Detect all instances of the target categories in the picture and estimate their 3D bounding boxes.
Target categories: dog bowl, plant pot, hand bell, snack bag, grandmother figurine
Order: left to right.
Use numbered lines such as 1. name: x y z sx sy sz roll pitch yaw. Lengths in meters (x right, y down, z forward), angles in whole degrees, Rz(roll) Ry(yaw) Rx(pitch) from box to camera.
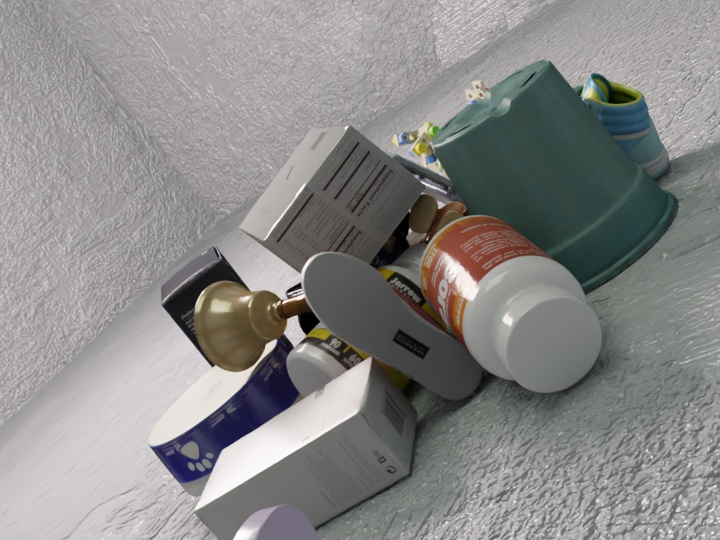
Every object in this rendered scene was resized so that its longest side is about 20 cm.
1. dog bowl: -0.151 0.168 1.213 0.200 0.079 0.200 -36 13 9
2. hand bell: -0.073 0.041 1.084 0.200 0.104 0.104 -17 22 40
3. snack bag: 0.076 -0.109 1.258 0.189 0.200 0.021 27 94 61
4. grandmother figurine: 0.127 -0.039 1.188 0.061 0.121 0.200 -52 -22 10
5. plant pot: 0.186 -0.096 1.060 0.200 0.196 0.200 -36 12 9

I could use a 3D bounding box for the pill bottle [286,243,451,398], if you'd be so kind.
1. pill bottle: 0.025 0.067 1.103 0.200 0.114 0.114 -45 14 -28

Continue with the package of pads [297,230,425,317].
1. package of pads: 0.010 0.015 1.452 0.200 0.068 0.154 -41 12 -13

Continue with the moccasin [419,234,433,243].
1. moccasin: 0.099 -0.018 1.299 0.074 0.078 0.201 -27 16 40

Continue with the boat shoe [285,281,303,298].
1. boat shoe: -0.033 0.006 1.606 0.200 0.068 0.072 -31 14 28

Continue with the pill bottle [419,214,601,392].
1. pill bottle: 0.131 0.029 0.913 0.112 0.112 0.200 -37 23 0

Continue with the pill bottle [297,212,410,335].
1. pill bottle: 0.000 0.000 1.309 0.112 0.112 0.200 -25 36 46

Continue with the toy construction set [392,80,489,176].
1. toy construction set: 0.164 -0.241 1.814 0.200 0.131 0.092 -40 13 -13

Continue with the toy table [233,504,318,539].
1. toy table: -0.099 0.250 0.689 0.117 0.184 0.200 -17 8 13

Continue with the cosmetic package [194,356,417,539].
1. cosmetic package: -0.049 0.181 0.972 0.200 0.081 0.113 -33 15 17

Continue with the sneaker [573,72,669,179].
1. sneaker: 0.237 -0.154 1.161 0.200 0.131 0.080 -11 32 21

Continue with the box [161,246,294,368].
1. box: -0.183 0.078 1.450 0.104 0.200 0.148 -38 12 -4

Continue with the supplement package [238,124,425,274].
1. supplement package: -0.038 -0.072 1.172 0.156 0.111 0.200 -54 16 -3

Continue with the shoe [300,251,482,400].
1. shoe: 0.023 0.052 0.985 0.072 0.200 0.091 -55 10 -3
